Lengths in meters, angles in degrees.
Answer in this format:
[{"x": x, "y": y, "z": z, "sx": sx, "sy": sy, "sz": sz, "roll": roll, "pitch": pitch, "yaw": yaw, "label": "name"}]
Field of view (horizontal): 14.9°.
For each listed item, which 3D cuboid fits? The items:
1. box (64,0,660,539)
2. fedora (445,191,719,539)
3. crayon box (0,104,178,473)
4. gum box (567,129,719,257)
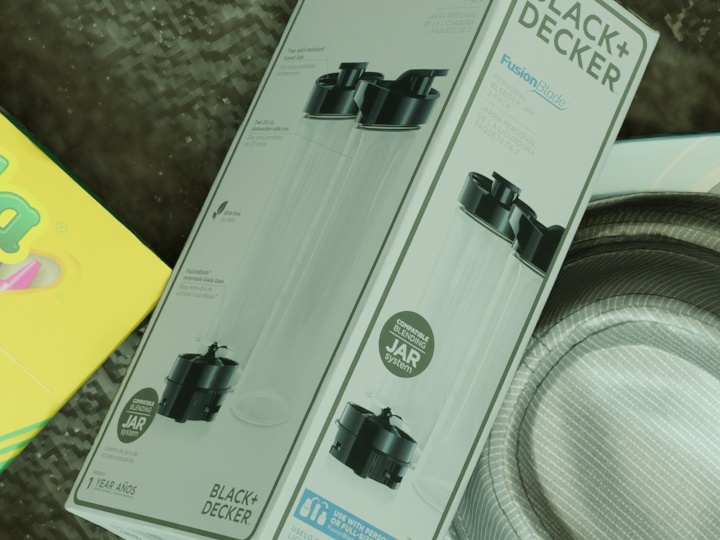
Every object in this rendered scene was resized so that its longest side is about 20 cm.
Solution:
[{"x": 0.000, "y": 0.000, "z": 0.834, "sx": 0.060, "sy": 0.117, "sz": 0.200, "roll": 31, "pitch": 74, "yaw": -31, "label": "box"}, {"x": 0.104, "y": 0.070, "z": 0.840, "sx": 0.177, "sy": 0.090, "sz": 0.200, "roll": -42, "pitch": 95, "yaw": 1, "label": "fedora"}, {"x": -0.188, "y": -0.003, "z": 0.881, "sx": 0.200, "sy": 0.058, "sz": 0.173, "roll": 42, "pitch": 91, "yaw": -6, "label": "crayon box"}, {"x": 0.140, "y": 0.037, "z": 0.907, "sx": 0.200, "sy": 0.045, "sz": 0.170, "roll": -4, "pitch": 94, "yaw": -3, "label": "gum box"}]
